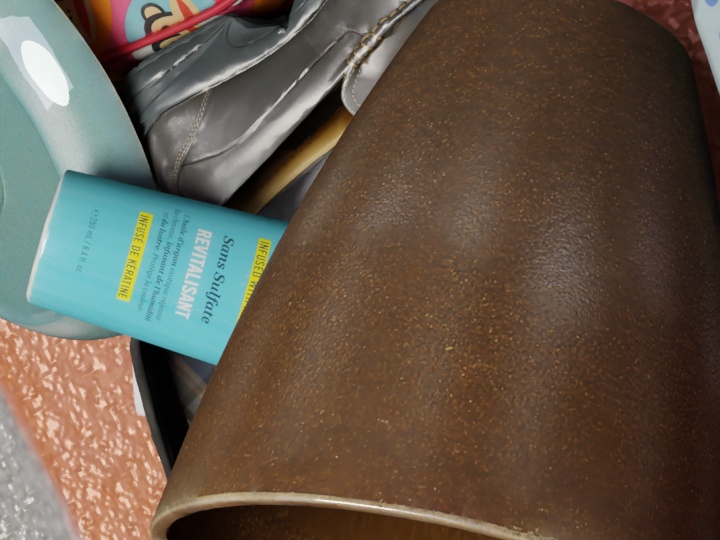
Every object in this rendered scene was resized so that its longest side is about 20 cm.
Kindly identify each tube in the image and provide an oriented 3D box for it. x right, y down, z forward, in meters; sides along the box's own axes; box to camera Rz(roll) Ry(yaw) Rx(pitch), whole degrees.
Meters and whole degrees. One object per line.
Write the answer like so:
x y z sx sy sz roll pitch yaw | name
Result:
-0.019 0.014 0.932 0.200 0.050 0.077 15 90 -4 | tube

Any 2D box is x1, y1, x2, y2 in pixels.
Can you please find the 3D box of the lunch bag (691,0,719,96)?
0.213 -0.090 0.823 0.200 0.127 0.170 -17 88 16 | lunch bag

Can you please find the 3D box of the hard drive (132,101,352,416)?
0.000 0.000 1.000 0.200 0.026 0.132 4 101 28 | hard drive

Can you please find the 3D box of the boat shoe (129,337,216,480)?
-0.044 0.093 0.996 0.070 0.066 0.200 0 114 29 | boat shoe

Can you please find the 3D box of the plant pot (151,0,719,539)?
0.045 0.014 0.841 0.187 0.187 0.200 2 67 28 | plant pot

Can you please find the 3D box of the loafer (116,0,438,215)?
0.006 -0.078 0.946 0.200 0.073 0.072 -30 71 23 | loafer

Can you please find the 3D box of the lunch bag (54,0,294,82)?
-0.117 -0.171 1.000 0.176 0.082 0.200 -21 90 30 | lunch bag

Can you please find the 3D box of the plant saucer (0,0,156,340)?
-0.156 -0.053 1.017 0.200 0.027 0.200 32 141 30 | plant saucer
